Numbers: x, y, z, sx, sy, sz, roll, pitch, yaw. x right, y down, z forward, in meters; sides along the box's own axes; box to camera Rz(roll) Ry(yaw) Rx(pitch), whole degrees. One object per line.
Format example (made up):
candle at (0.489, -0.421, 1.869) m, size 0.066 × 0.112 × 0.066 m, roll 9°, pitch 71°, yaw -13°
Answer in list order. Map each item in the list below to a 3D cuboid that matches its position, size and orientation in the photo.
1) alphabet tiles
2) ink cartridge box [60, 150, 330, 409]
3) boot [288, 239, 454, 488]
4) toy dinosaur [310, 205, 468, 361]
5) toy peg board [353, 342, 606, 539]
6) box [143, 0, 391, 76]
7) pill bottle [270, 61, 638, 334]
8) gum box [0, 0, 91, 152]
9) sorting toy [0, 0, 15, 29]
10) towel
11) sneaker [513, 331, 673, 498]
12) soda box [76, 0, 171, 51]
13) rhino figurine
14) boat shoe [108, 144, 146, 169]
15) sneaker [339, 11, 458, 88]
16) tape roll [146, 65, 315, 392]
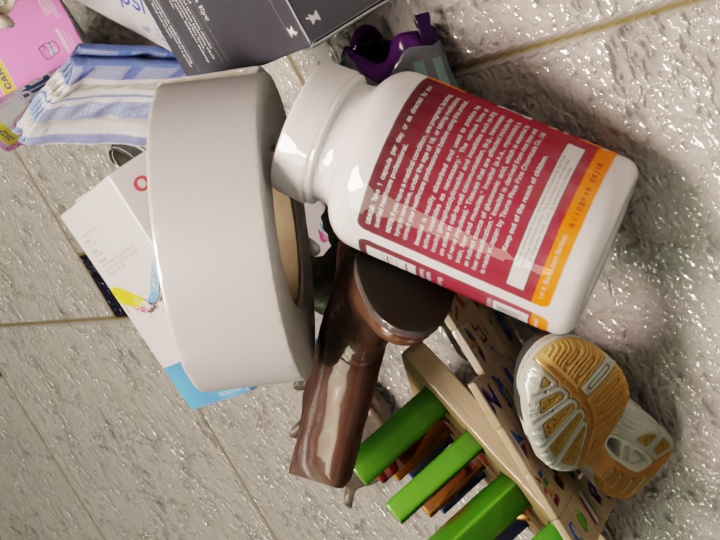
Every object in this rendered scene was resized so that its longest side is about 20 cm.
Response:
alphabet tiles at (0.108, 0.089, 1.082) m, size 0.200 × 0.008 × 0.167 m, roll 58°, pitch -163°, yaw 3°
ink cartridge box at (-0.116, -0.015, 1.309) m, size 0.200 × 0.147 × 0.146 m, roll 56°, pitch 154°, yaw -5°
boot at (-0.002, 0.074, 1.045) m, size 0.187 × 0.064 × 0.201 m, roll -96°, pitch 22°, yaw -66°
toy dinosaur at (0.000, 0.000, 1.157) m, size 0.102 × 0.199 × 0.077 m, roll 60°, pitch 136°, yaw 45°
toy peg board at (0.079, 0.174, 1.196) m, size 0.200 × 0.098 × 0.199 m, roll 48°, pitch 173°, yaw 15°
box at (-0.081, -0.237, 1.037) m, size 0.182 × 0.104 × 0.200 m, roll -3°, pitch 119°, yaw 61°
pill bottle at (0.054, -0.049, 0.958) m, size 0.200 × 0.113 × 0.113 m, roll 24°, pitch 146°, yaw 10°
gum box at (-0.281, -0.166, 1.367) m, size 0.066 × 0.113 × 0.200 m, roll 61°, pitch 177°, yaw 3°
sorting toy at (-0.279, -0.296, 1.231) m, size 0.107 × 0.201 × 0.180 m, roll 20°, pitch -175°, yaw -10°
towel at (-0.188, -0.138, 1.298) m, size 0.200 × 0.146 × 0.024 m, roll 151°, pitch 115°, yaw -62°
sneaker at (0.130, 0.084, 1.040) m, size 0.088 × 0.076 × 0.200 m, roll 45°, pitch 179°, yaw 36°
soda box at (-0.171, -0.232, 1.237) m, size 0.200 × 0.063 × 0.068 m, roll 31°, pitch 147°, yaw 40°
rhino figurine at (-0.015, 0.154, 1.439) m, size 0.087 × 0.060 × 0.200 m, roll 33°, pitch 151°, yaw 17°
boat shoe at (-0.168, -0.055, 1.447) m, size 0.200 × 0.057 × 0.069 m, roll 42°, pitch 151°, yaw 23°
sneaker at (0.002, -0.120, 1.099) m, size 0.200 × 0.074 × 0.088 m, roll -8°, pitch 98°, yaw 53°
tape roll at (-0.080, -0.025, 1.030) m, size 0.202 × 0.071 × 0.203 m, roll -8°, pitch -90°, yaw -84°
